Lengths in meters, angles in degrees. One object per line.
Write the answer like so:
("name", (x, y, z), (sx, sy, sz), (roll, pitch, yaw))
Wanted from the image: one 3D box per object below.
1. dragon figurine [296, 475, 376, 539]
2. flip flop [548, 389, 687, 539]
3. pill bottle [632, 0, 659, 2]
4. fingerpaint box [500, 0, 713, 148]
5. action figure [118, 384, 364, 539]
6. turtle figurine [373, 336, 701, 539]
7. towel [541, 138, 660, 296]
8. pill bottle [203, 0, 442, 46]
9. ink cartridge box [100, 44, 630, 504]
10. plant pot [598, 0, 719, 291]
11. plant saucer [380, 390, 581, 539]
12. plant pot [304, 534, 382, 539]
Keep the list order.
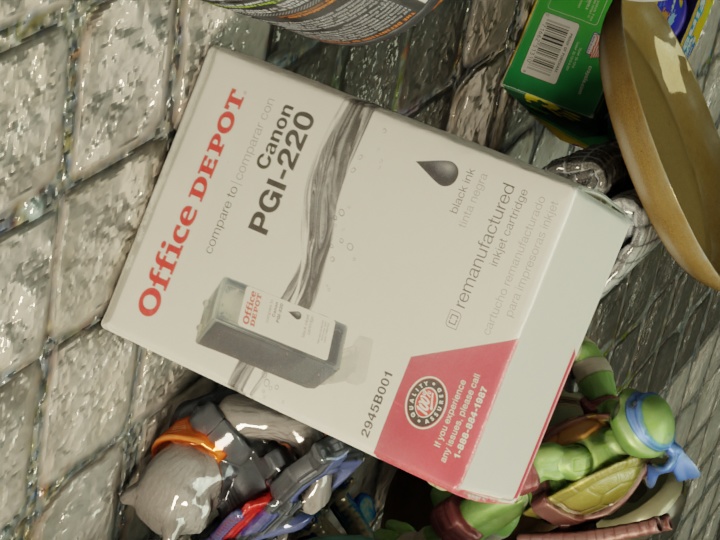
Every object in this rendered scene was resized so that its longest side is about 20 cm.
("dragon figurine", (-0.001, 0.180, 1.269), (0.059, 0.100, 0.200), (-37, 161, -8))
("flip flop", (0.129, 0.111, 1.250), (0.081, 0.200, 0.058), (-45, 115, -6))
("pill bottle", (0.188, -0.217, 1.166), (0.200, 0.110, 0.112), (-26, 134, -64))
("fingerpaint box", (0.185, -0.186, 1.365), (0.202, 0.073, 0.167), (-67, 159, -1))
("action figure", (-0.058, 0.095, 1.077), (0.193, 0.105, 0.200), (-31, 169, -48))
("turtle figurine", (0.079, 0.089, 1.159), (0.194, 0.199, 0.145), (-46, -160, 38))
("towel", (0.110, 0.002, 1.287), (0.200, 0.086, 0.165), (-46, 173, 18))
("pill bottle", (-0.019, -0.153, 0.857), (0.200, 0.105, 0.107), (6, 106, -69))
("ink cartridge box", (0.000, 0.000, 0.923), (0.085, 0.199, 0.147), (20, 92, -64))
("plant pot", (0.189, -0.077, 1.234), (0.200, 0.027, 0.201), (50, 29, -41))
("plant saucer", (0.090, 0.144, 1.338), (0.029, 0.199, 0.201), (47, 62, -32))
("plant pot", (-0.013, 0.246, 1.118), (0.200, 0.199, 0.162), (-41, 151, -50))
